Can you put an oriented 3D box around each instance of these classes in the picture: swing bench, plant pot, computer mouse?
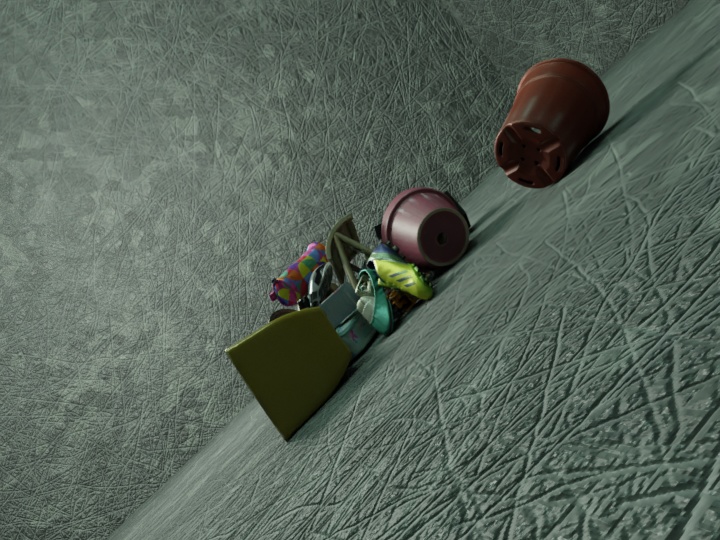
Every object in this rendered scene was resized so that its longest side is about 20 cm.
[{"bbox_3d":[0.000,0.000,1.580,0.129,0.200,0.200,-40,-24,-8],"label":"swing bench"},{"bbox_3d":[-0.128,0.180,1.230,0.198,0.198,0.194,-35,-1,-12],"label":"plant pot"},{"bbox_3d":[-0.116,0.059,1.548,0.202,0.043,0.112,-68,-20,-45],"label":"computer mouse"},{"bbox_3d":[0.370,-0.280,1.249,0.196,0.200,0.200,-52,6,-34],"label":"plant pot"},{"bbox_3d":[0.162,-0.088,1.455,0.199,0.201,0.179,-41,16,-5],"label":"plant pot"}]

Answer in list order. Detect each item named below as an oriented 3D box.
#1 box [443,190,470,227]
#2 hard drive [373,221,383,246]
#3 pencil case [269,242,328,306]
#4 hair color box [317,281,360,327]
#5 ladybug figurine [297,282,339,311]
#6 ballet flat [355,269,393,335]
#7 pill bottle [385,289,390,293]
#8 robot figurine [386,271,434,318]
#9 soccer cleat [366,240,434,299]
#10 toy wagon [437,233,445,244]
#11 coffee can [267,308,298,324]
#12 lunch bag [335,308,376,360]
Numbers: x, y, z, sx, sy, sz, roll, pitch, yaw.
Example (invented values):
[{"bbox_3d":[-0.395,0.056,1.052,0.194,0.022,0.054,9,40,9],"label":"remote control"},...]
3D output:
[{"bbox_3d":[0.207,-0.107,1.770,0.199,0.087,0.164,-42,-18,4],"label":"box"},{"bbox_3d":[0.095,-0.044,1.755,0.037,0.143,0.200,-20,-16,10],"label":"hard drive"},{"bbox_3d":[-0.152,0.009,1.622,0.088,0.089,0.200,-41,4,46],"label":"pencil case"},{"bbox_3d":[-0.089,0.115,1.382,0.199,0.061,0.099,-43,1,-10],"label":"hair color box"},{"bbox_3d":[-0.092,0.113,1.610,0.132,0.203,0.073,-9,-46,-4],"label":"ladybug figurine"},{"bbox_3d":[0.023,0.064,1.312,0.202,0.068,0.069,-99,21,-57],"label":"ballet flat"},{"bbox_3d":[0.008,0.093,1.742,0.109,0.110,0.200,-41,1,41],"label":"pill bottle"},{"bbox_3d":[0.095,0.050,1.389,0.145,0.058,0.200,-45,1,-5],"label":"robot figurine"},{"bbox_3d":[0.080,0.014,1.284,0.084,0.065,0.200,-45,41,1],"label":"soccer cleat"},{"bbox_3d":[0.179,-0.060,1.644,0.197,0.040,0.158,-22,-36,-36],"label":"toy wagon"},{"bbox_3d":[-0.202,0.226,1.646,0.146,0.144,0.203,-42,-19,-58],"label":"coffee can"},{"bbox_3d":[-0.032,0.155,1.414,0.160,0.077,0.200,-42,1,22],"label":"lunch bag"}]
